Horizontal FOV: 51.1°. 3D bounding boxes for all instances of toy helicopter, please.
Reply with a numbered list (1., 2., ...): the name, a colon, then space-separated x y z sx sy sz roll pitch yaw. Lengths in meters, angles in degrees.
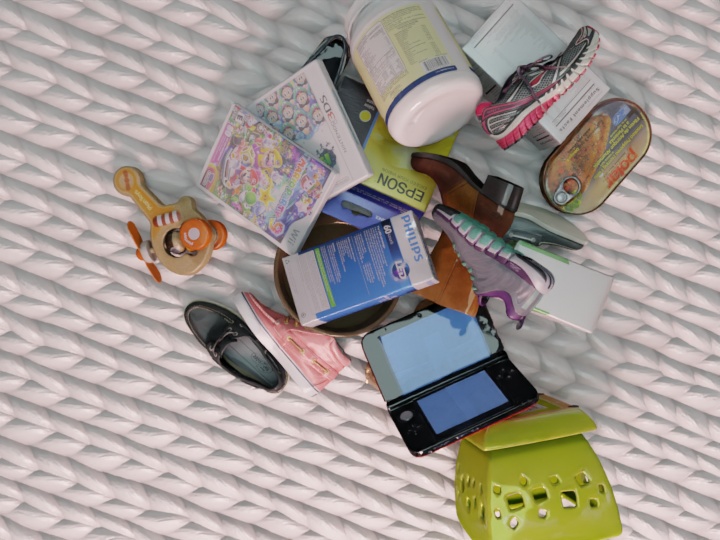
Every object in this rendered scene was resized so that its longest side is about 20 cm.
1. toy helicopter: -0.309 -0.073 1.146 0.132 0.079 0.200 -44 83 10

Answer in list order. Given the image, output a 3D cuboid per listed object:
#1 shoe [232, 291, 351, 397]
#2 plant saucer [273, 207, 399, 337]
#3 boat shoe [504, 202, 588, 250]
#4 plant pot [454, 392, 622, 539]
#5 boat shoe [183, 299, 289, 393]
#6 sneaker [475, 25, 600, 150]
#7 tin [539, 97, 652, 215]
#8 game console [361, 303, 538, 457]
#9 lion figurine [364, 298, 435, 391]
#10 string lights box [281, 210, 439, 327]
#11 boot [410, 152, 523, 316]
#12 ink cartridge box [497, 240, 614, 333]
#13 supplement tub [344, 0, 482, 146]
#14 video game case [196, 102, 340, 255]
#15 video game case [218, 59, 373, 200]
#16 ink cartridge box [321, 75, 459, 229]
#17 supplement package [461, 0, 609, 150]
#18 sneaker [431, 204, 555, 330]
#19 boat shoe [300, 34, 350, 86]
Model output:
1. shoe: -0.103 0.093 1.156 0.091 0.071 0.200 -39 99 -1
2. plant saucer: -0.033 0.004 1.144 0.198 0.029 0.202 2 76 -9
3. boat shoe: 0.253 -0.066 1.166 0.199 0.073 0.062 19 117 -4
4. plant pot: 0.245 0.291 1.114 0.198 0.199 0.183 -8 90 -7
5. boat shoe: -0.193 0.119 1.153 0.074 0.066 0.199 -44 94 2
6. sneaker: 0.246 -0.260 1.029 0.075 0.081 0.200 44 92 -2
7. tin: 0.364 -0.175 1.171 0.112 0.042 0.200 42 91 0
8. game console: 0.125 0.142 1.077 0.199 0.172 0.119 -23 117 -6
9. lion figurine: 0.096 0.108 1.170 0.122 0.073 0.201 25 78 9
10. string lights box: 0.000 0.000 1.065 0.199 0.059 0.104 -19 79 10
11. boot: 0.122 -0.058 1.092 0.187 0.068 0.201 27 105 22
12. ink cartridge box: 0.256 0.018 1.098 0.144 0.200 0.088 21 89 -2
13. supplement tub: 0.071 -0.296 1.074 0.144 0.145 0.201 -25 70 0
14. video game case: -0.141 -0.135 1.112 0.199 0.018 0.144 36 110 16
15. video game case: -0.100 -0.179 1.109 0.199 0.024 0.183 -26 88 28
16. ink cartridge box: 0.024 -0.164 1.143 0.196 0.047 0.201 23 82 -4
17. supplement package: 0.248 -0.290 1.122 0.200 0.110 0.114 43 91 -4
18. sneaker: 0.153 -0.010 0.985 0.200 0.074 0.088 40 106 34
19. boat shoe: -0.078 -0.264 1.136 0.075 0.062 0.201 36 92 -5
